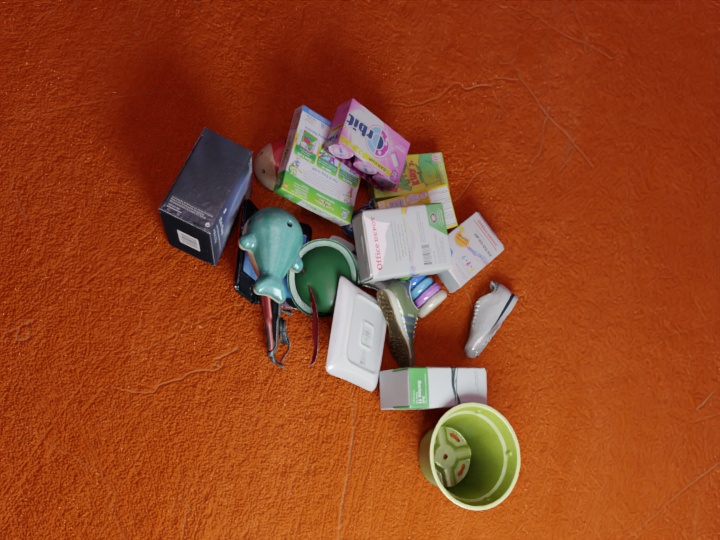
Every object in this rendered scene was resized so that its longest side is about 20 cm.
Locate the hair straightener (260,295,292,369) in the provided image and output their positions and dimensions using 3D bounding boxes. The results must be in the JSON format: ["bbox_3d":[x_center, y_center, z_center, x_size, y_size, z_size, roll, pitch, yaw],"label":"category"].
[{"bbox_3d":[-0.170,0.109,1.412,0.076,0.040,0.207,-15,103,-40],"label":"hair straightener"}]

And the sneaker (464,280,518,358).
[{"bbox_3d":[0.292,0.117,1.561,0.080,0.077,0.201,36,64,10],"label":"sneaker"}]

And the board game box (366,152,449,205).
[{"bbox_3d":[0.113,-0.225,1.612,0.193,0.048,0.105,-7,77,-17],"label":"board game box"}]

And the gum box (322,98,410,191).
[{"bbox_3d":[0.021,-0.280,1.508,0.197,0.065,0.117,30,67,-31],"label":"gum box"}]

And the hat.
[{"bbox_3d":[-0.063,0.053,1.382,0.160,0.176,0.206,-13,108,-9],"label":"hat"}]

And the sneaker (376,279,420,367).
[{"bbox_3d":[0.104,0.115,1.474,0.089,0.066,0.206,-31,115,-32],"label":"sneaker"}]

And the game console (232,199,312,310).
[{"bbox_3d":[-0.189,-0.033,1.445,0.115,0.173,0.207,-1,72,13],"label":"game console"}]

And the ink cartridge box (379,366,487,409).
[{"bbox_3d":[0.156,0.254,1.421,0.194,0.146,0.086,4,76,-24],"label":"ink cartridge box"}]

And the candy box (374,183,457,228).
[{"bbox_3d":[0.132,-0.130,1.541,0.195,0.026,0.106,-17,95,-24],"label":"candy box"}]

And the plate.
[{"bbox_3d":[0.003,0.140,1.423,0.031,0.199,0.207,-2,69,32],"label":"plate"}]

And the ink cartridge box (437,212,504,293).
[{"bbox_3d":[0.263,-0.055,1.595,0.198,0.068,0.116,-38,87,-21],"label":"ink cartridge box"}]

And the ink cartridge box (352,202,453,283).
[{"bbox_3d":[0.090,-0.060,1.452,0.194,0.087,0.150,-7,84,-21],"label":"ink cartridge box"}]

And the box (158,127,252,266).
[{"bbox_3d":[-0.316,-0.149,1.391,0.120,0.201,0.203,23,70,-2],"label":"box"}]

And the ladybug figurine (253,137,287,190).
[{"bbox_3d":[-0.150,-0.251,1.536,0.194,0.072,0.140,-9,77,-17],"label":"ladybug figurine"}]

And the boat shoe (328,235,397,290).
[{"bbox_3d":[0.000,0.000,1.513,0.197,0.064,0.071,35,34,2],"label":"boat shoe"}]

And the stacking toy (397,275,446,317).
[{"bbox_3d":[0.112,0.006,1.538,0.084,0.086,0.202,-34,79,-20],"label":"stacking toy"}]

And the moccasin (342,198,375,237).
[{"bbox_3d":[0.050,-0.137,1.560,0.195,0.068,0.083,-21,81,-20],"label":"moccasin"}]

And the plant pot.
[{"bbox_3d":[0.208,0.390,1.394,0.193,0.184,0.207,4,74,-13],"label":"plant pot"}]

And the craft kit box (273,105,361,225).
[{"bbox_3d":[-0.085,-0.233,1.491,0.197,0.048,0.204,24,69,-34],"label":"craft kit box"}]

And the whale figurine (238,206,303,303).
[{"bbox_3d":[-0.173,-0.039,1.347,0.157,0.103,0.205,26,45,-33],"label":"whale figurine"}]
